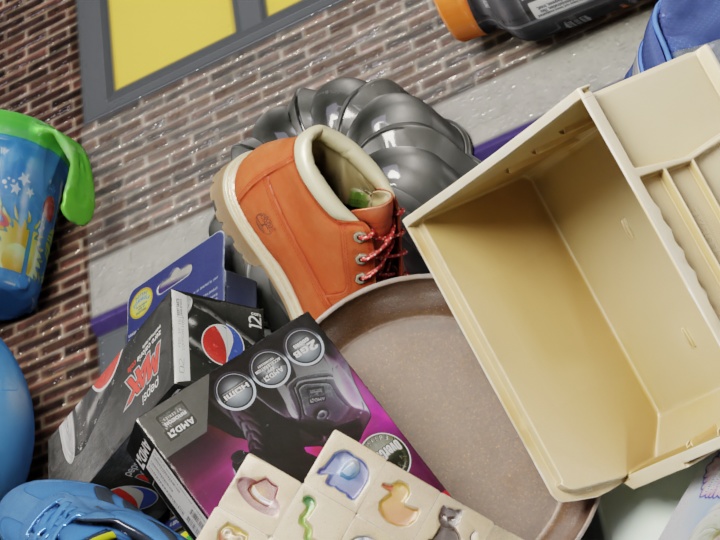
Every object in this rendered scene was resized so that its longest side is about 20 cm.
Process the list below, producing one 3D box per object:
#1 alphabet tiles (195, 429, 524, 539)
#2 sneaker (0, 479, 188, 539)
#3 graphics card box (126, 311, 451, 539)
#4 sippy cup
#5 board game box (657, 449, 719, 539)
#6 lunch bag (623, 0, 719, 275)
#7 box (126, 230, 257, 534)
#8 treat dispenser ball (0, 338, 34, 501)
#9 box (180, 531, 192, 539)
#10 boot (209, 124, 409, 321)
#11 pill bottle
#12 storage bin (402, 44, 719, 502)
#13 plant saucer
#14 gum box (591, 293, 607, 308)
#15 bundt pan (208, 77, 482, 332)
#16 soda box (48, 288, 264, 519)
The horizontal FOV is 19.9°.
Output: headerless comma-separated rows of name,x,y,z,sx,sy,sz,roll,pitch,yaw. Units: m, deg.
alphabet tiles,0.001,0.187,1.068,0.200,0.008,0.167,29,81,10
sneaker,-0.156,0.156,1.184,0.200,0.078,0.066,21,73,43
graphics card box,-0.022,0.136,1.129,0.125,0.051,0.200,-31,74,-24
sippy cup,-0.285,-0.035,1.532,0.178,0.139,0.131,137,137,-57
board game box,0.204,0.175,1.060,0.200,0.041,0.199,-57,15,-14
lunch bag,0.252,-0.081,1.167,0.199,0.132,0.136,-2,53,-12
box,-0.114,0.084,1.358,0.121,0.032,0.200,-32,50,43
treat dispenser ball,-0.323,0.111,1.398,0.200,0.201,0.201,-16,52,22
box,-0.101,0.282,1.193,0.200,0.122,0.193,-34,46,8
boot,0.000,0.000,1.270,0.107,0.200,0.075,-28,15,48
pill bottle,0.145,-0.222,1.394,0.200,0.106,0.106,-19,51,21
storage bin,0.146,0.012,1.104,0.094,0.199,0.200,-25,-6,-31
plant saucer,0.044,0.102,1.198,0.200,0.034,0.201,0,72,-1
gum box,0.145,-0.006,1.271,0.200,0.066,0.114,-19,51,20
bundt pan,-0.019,-0.051,1.402,0.201,0.076,0.202,-17,51,22
soda box,-0.128,0.093,1.262,0.200,0.063,0.071,-47,39,45
